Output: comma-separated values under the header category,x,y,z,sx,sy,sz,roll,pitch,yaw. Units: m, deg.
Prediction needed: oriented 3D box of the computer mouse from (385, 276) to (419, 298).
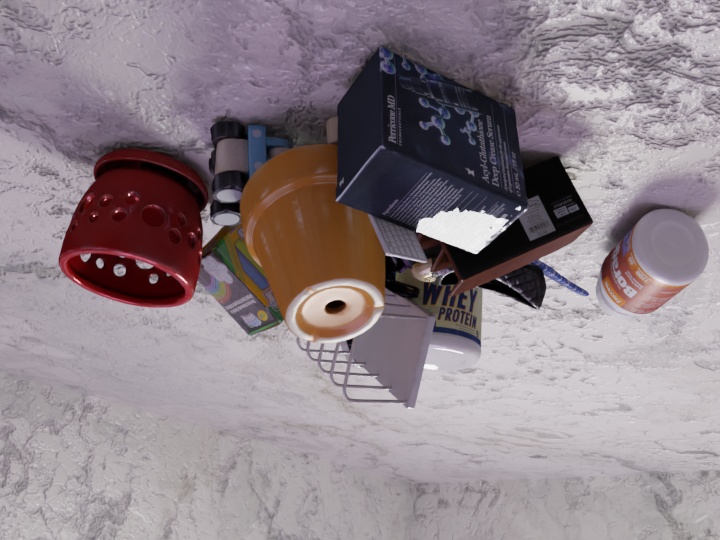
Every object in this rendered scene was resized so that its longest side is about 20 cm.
category,x,y,z,sx,sy,sz,roll,pitch,yaw
computer mouse,0.000,0.000,1.258,0.196,0.035,0.058,17,-166,18

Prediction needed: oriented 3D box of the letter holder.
category,x,y,z,sx,sy,sz,roll,pitch,yaw
letter holder,0.181,-0.045,1.110,0.196,0.102,0.143,-22,165,-14

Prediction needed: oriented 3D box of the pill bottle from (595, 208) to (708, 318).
category,x,y,z,sx,sy,sz,roll,pitch,yaw
pill bottle,0.423,0.000,1.240,0.109,0.115,0.201,8,158,-2

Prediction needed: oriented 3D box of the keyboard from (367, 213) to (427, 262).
category,x,y,z,sx,sy,sz,roll,pitch,yaw
keyboard,0.023,-0.085,0.979,0.055,0.202,0.011,6,133,-30

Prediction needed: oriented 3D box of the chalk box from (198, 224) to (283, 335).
category,x,y,z,sx,sy,sz,roll,pitch,yaw
chalk box,-0.153,0.013,1.321,0.200,0.124,0.124,48,147,-15

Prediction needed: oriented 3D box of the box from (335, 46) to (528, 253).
category,x,y,z,sx,sy,sz,roll,pitch,yaw
box,0.079,-0.134,0.956,0.196,0.151,0.107,17,142,-24

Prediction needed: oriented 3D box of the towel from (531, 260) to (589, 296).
category,x,y,z,sx,sy,sz,roll,pitch,yaw
towel,0.248,-0.026,1.262,0.198,0.024,0.144,27,-173,-41

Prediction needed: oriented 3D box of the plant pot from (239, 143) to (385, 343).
category,x,y,z,sx,sy,sz,roll,pitch,yaw
plant pot,-0.046,-0.020,1.048,0.195,0.186,0.202,-8,142,-7

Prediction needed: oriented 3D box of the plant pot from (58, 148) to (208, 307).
category,x,y,z,sx,sy,sz,roll,pitch,yaw
plant pot,-0.324,-0.066,1.227,0.195,0.187,0.201,7,158,3

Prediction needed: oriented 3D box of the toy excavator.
category,x,y,z,sx,sy,sz,roll,pitch,yaw
toy excavator,-0.101,-0.144,1.114,0.195,0.102,0.195,-1,157,-14

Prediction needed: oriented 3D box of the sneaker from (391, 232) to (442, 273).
category,x,y,z,sx,sy,sz,roll,pitch,yaw
sneaker,0.090,-0.035,1.220,0.196,0.090,0.074,13,-174,-25

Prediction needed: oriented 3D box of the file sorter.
category,x,y,z,sx,sy,sz,roll,pitch,yaw
file sorter,-0.001,0.095,1.238,0.122,0.142,0.199,6,-166,-28

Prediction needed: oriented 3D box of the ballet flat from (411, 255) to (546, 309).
category,x,y,z,sx,sy,sz,roll,pitch,yaw
ballet flat,0.168,0.013,1.180,0.195,0.058,0.067,7,161,-1

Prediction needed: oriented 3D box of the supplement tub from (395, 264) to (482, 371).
category,x,y,z,sx,sy,sz,roll,pitch,yaw
supplement tub,0.123,0.043,1.320,0.141,0.205,0.146,4,159,2

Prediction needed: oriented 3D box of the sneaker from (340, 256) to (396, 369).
category,x,y,z,sx,sy,sz,roll,pitch,yaw
sneaker,0.020,0.061,1.407,0.110,0.206,0.072,-9,175,36
